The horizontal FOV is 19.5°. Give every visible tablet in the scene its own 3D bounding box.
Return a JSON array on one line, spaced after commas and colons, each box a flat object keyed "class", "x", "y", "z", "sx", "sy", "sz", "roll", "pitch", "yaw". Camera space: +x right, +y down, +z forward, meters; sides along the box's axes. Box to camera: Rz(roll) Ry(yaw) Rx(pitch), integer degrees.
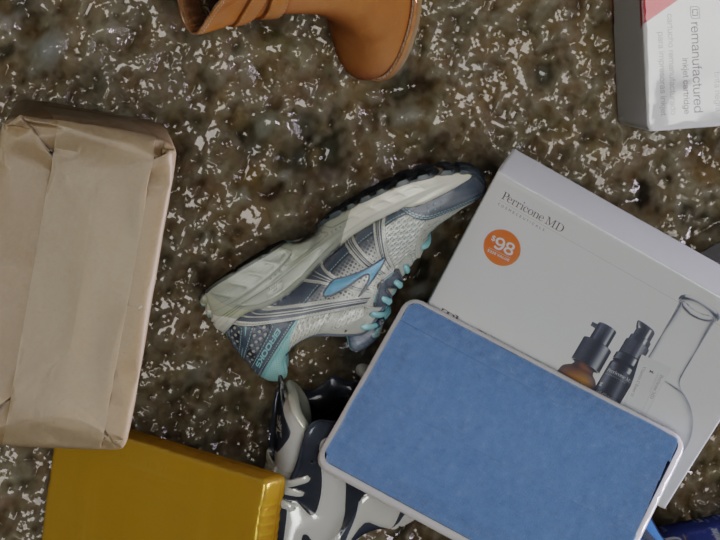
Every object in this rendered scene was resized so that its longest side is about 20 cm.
[{"class": "tablet", "x": 0.088, "y": 0.113, "z": 1.297, "sx": 0.199, "sy": 0.014, "sz": 0.130, "roll": 27, "pitch": 68, "yaw": 8}]

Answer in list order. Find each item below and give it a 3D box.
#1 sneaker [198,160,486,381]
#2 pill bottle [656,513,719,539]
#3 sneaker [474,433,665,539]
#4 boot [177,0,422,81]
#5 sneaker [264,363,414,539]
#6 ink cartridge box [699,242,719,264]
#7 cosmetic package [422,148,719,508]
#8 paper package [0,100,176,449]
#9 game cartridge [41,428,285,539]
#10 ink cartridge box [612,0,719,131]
[{"class": "sneaker", "x": 0.000, "y": 0.000, "z": 1.347, "sx": 0.199, "sy": 0.078, "sz": 0.087, "roll": -30, "pitch": 95, "yaw": 8}, {"class": "pill bottle", "x": 0.179, "y": 0.231, "z": 1.386, "sx": 0.199, "sy": 0.111, "sz": 0.112, "roll": -12, "pitch": 100, "yaw": -5}, {"class": "sneaker", "x": 0.131, "y": 0.145, "z": 1.335, "sx": 0.078, "sy": 0.066, "sz": 0.200, "roll": -37, "pitch": 72, "yaw": -28}, {"class": "boot", "x": -0.038, "y": -0.171, "z": 1.257, "sx": 0.155, "sy": 0.077, "sz": 0.201, "roll": -36, "pitch": 148, "yaw": -31}, {"class": "sneaker", "x": -0.049, "y": 0.134, "z": 1.345, "sx": 0.199, "sy": 0.080, "sz": 0.130, "roll": -29, "pitch": 116, "yaw": -2}, {"class": "ink cartridge box", "x": 0.313, "y": 0.061, "z": 1.390, "sx": 0.146, "sy": 0.086, "sz": 0.201, "roll": -28, "pitch": 99, "yaw": -2}, {"class": "cosmetic package", "x": 0.146, "y": 0.038, "z": 1.334, "sx": 0.199, "sy": 0.052, "sz": 0.151, "roll": 29, "pitch": 115, "yaw": 5}, {"class": "paper package", "x": -0.177, "y": -0.002, "z": 1.261, "sx": 0.103, "sy": 0.200, "sz": 0.192, "roll": 9, "pitch": 97, "yaw": -9}, {"class": "game cartridge", "x": -0.133, "y": 0.207, "z": 1.334, "sx": 0.176, "sy": 0.032, "sz": 0.201, "roll": 13, "pitch": 99, "yaw": 33}, {"class": "ink cartridge box", "x": 0.269, "y": -0.170, "z": 1.349, "sx": 0.199, "sy": 0.084, "sz": 0.145, "roll": -5, "pitch": 99, "yaw": -7}]
